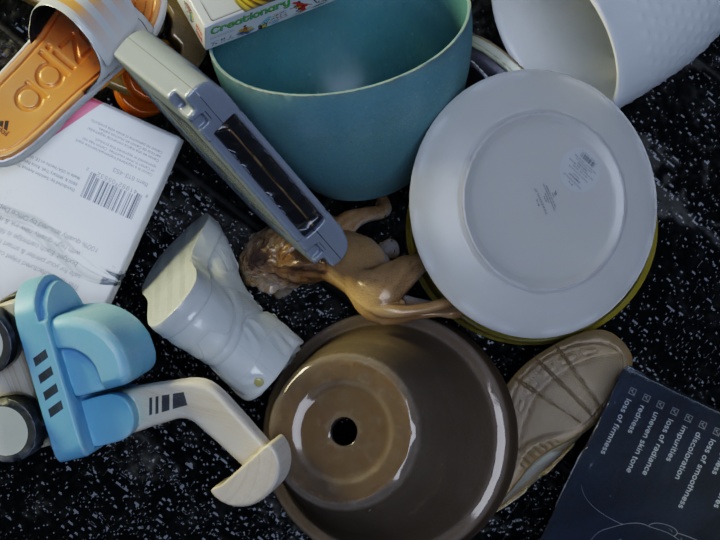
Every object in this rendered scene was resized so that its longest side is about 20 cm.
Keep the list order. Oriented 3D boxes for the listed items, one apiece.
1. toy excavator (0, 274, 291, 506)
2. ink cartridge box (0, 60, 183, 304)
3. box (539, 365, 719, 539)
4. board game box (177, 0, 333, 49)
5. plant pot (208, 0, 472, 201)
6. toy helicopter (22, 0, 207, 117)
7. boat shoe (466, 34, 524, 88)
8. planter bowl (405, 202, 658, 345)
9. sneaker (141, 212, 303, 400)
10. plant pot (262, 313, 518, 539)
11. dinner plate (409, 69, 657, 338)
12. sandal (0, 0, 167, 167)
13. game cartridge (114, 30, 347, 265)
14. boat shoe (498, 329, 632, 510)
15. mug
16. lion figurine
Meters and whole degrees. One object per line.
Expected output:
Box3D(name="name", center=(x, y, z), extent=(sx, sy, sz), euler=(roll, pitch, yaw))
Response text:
Box3D(name="toy excavator", center=(-0.166, 0.088, 1.544), extent=(0.199, 0.100, 0.195), euler=(-15, 94, 16))
Box3D(name="ink cartridge box", center=(-0.242, -0.037, 1.660), extent=(0.144, 0.084, 0.201), euler=(24, 86, -7))
Box3D(name="box", center=(0.259, 0.210, 1.680), extent=(0.196, 0.124, 0.201), euler=(26, 87, 24))
Box3D(name="board game box", center=(-0.105, -0.273, 1.658), extent=(0.126, 0.035, 0.200), euler=(-23, 66, -15))
Box3D(name="plant pot", center=(-0.006, -0.133, 1.660), extent=(0.199, 0.200, 0.135), euler=(-17, 126, -8))
Box3D(name="toy helicopter", center=(-0.208, -0.212, 1.670), extent=(0.199, 0.079, 0.133), euler=(23, 80, -9))
Box3D(name="boat shoe", center=(0.131, -0.096, 1.727), extent=(0.065, 0.072, 0.200), euler=(-39, 102, -12))
Box3D(name="planter bowl", center=(0.133, -0.016, 1.680), extent=(0.199, 0.084, 0.201), euler=(1, 113, 2))
Box3D(name="sneaker", center=(-0.101, 0.034, 1.637), extent=(0.116, 0.200, 0.074), euler=(41, 105, -16))
Box3D(name="plant pot", center=(0.006, 0.121, 1.625), extent=(0.199, 0.175, 0.201), euler=(-2, 83, 14))
Box3D(name="dinner plate", center=(0.133, -0.050, 1.607), extent=(0.199, 0.024, 0.201), euler=(1, 88, -20))
Box3D(name="sandal", center=(-0.214, -0.162, 1.595), extent=(0.079, 0.059, 0.207), euler=(35, 72, 5))
Box3D(name="game cartridge", center=(-0.096, -0.092, 1.601), extent=(0.042, 0.133, 0.200), euler=(-42, 130, -2))
Box3D(name="boat shoe", center=(0.134, 0.125, 1.728), extent=(0.200, 0.069, 0.074), euler=(-42, 80, -1))
Box3D(name="mug", center=(0.199, -0.238, 1.708), extent=(0.175, 0.148, 0.200), euler=(-32, 65, -25))
Box3D(name="lion figurine", center=(0.000, 0.000, 1.659), extent=(0.122, 0.200, 0.073), euler=(-20, 115, -30))
